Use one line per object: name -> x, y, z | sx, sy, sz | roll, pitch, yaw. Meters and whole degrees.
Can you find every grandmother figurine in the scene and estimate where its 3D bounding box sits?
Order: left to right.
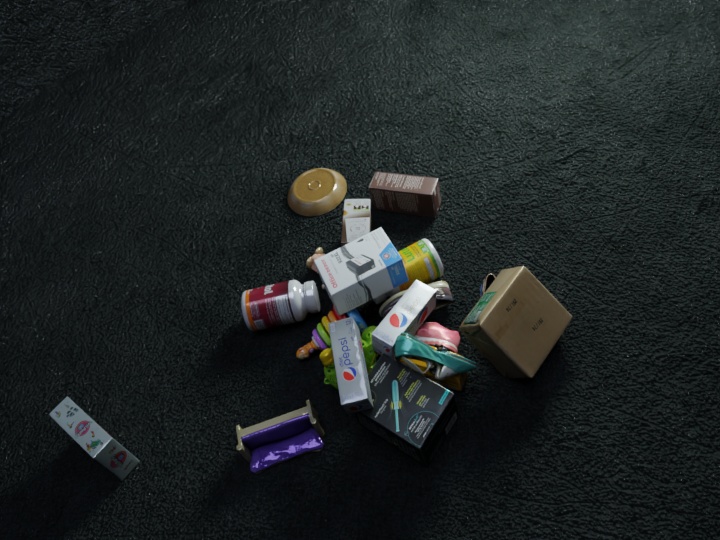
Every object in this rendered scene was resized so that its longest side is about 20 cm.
grandmother figurine -> -0.063, 0.008, 1.736 | 0.198, 0.061, 0.122 | 26, 73, 32

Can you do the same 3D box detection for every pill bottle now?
pill bottle -> -0.213, 0.090, 1.679 | 0.197, 0.114, 0.114 | -12, 52, 4
pill bottle -> 0.112, 0.007, 1.655 | 0.198, 0.112, 0.112 | -27, 52, -6

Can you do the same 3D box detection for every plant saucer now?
plant saucer -> -0.142, -0.260, 1.966 | 0.197, 0.036, 0.203 | -7, 53, 9

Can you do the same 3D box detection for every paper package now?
paper package -> 0.365, 0.122, 1.457 | 0.191, 0.103, 0.200 | 44, 69, -7

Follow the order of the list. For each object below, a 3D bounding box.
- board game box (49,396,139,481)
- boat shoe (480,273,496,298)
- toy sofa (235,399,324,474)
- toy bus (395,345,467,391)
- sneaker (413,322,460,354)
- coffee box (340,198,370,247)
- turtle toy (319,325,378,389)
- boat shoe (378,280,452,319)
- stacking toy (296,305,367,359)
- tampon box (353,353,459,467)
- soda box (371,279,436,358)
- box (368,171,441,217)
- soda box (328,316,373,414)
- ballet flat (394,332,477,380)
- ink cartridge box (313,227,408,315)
board game box -> -0.658, 0.417, 1.534 | 0.198, 0.149, 0.064 | 28, 62, 29
boat shoe -> 0.333, 0.099, 1.554 | 0.071, 0.073, 0.202 | -11, 53, 5
toy sofa -> -0.189, 0.394, 1.468 | 0.197, 0.083, 0.098 | -19, 51, 0
toy bus -> 0.157, 0.224, 1.503 | 0.197, 0.079, 0.066 | 13, 53, 23
sneaker -> 0.159, 0.166, 1.566 | 0.197, 0.074, 0.087 | 16, 46, 20
coffee box -> -0.011, -0.096, 1.730 | 0.078, 0.116, 0.202 | 0, 40, 2
turtle toy -> -0.012, 0.214, 1.533 | 0.199, 0.147, 0.101 | -36, 14, -13
boat shoe -> 0.146, 0.089, 1.614 | 0.197, 0.073, 0.065 | -19, 47, -7
stacking toy -> -0.086, 0.167, 1.608 | 0.199, 0.116, 0.110 | -37, 50, 1
tampon box -> 0.101, 0.318, 1.420 | 0.198, 0.127, 0.150 | 26, 65, 29
soda box -> 0.108, 0.119, 1.505 | 0.063, 0.069, 0.200 | 27, 57, 25
box -> 0.133, -0.225, 1.828 | 0.197, 0.101, 0.076 | 12, 58, 22
soda box -> -0.023, 0.213, 1.399 | 0.062, 0.069, 0.203 | -15, 59, 6
ballet flat -> 0.166, 0.209, 1.415 | 0.197, 0.067, 0.071 | 22, 74, -3
ink cartridge box -> 0.000, 0.000, 1.565 | 0.198, 0.084, 0.146 | -26, 45, -4
